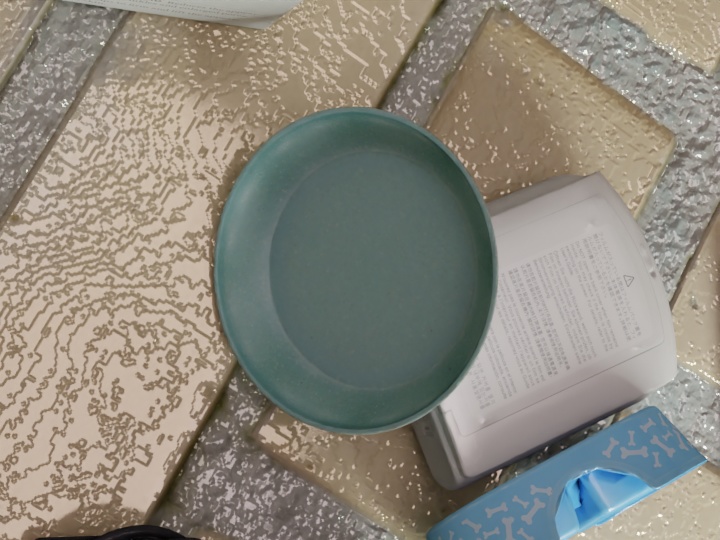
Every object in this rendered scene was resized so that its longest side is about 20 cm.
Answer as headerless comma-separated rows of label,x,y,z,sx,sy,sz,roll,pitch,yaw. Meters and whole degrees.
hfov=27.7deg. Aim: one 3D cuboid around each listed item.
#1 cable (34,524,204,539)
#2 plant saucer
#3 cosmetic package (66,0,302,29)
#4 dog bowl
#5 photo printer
cable,-0.147,0.226,0.820,0.199,0.051,0.164,-2,56,14
plant saucer,0.000,0.000,0.906,0.036,0.199,0.201,-1,86,-62
cosmetic package,-0.098,-0.250,0.854,0.164,0.200,0.166,5,84,-19
dog bowl,0.130,0.151,0.953,0.199,0.112,0.050,-26,76,-20
photo printer,0.113,0.032,0.979,0.199,0.069,0.167,-23,92,-20
